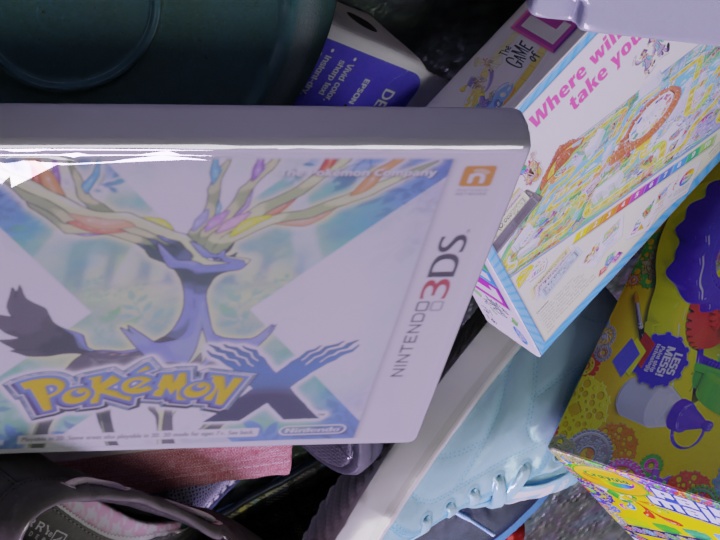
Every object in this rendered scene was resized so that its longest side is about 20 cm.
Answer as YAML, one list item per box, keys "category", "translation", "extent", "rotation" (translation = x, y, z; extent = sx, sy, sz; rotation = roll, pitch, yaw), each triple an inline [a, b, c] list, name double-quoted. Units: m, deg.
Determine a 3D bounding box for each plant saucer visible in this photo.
- category: "plant saucer"
  translation: [-0.102, -0.095, 0.915]
  extent: [0.200, 0.027, 0.200]
  rotation: [-7, 124, -10]

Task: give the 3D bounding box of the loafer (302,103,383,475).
- category: "loafer"
  translation: [0.000, 0.000, 1.047]
  extent: [0.063, 0.072, 0.200]
  rotation: [-39, 151, -28]

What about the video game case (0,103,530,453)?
- category: "video game case"
  translation: [-0.056, 0.007, 0.948]
  extent: [0.200, 0.022, 0.182]
  rotation: [0, 142, -15]

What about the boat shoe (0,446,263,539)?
- category: "boat shoe"
  translation: [-0.088, 0.121, 1.059]
  extent: [0.200, 0.057, 0.067]
  rotation: [31, 87, -45]

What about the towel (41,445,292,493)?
- category: "towel"
  translation: [-0.092, 0.029, 1.013]
  extent: [0.144, 0.023, 0.200]
  rotation: [-7, 146, -11]

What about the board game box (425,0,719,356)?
- category: "board game box"
  translation: [0.109, -0.077, 1.086]
  extent: [0.200, 0.034, 0.134]
  rotation: [-46, 143, -12]

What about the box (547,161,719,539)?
- category: "box"
  translation: [0.209, 0.047, 1.192]
  extent: [0.200, 0.122, 0.193]
  rotation: [-63, 144, -15]

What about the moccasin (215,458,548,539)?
- category: "moccasin"
  translation: [0.006, 0.109, 1.211]
  extent: [0.200, 0.080, 0.068]
  rotation: [-32, 137, -5]

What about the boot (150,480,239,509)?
- category: "boot"
  translation: [-0.095, 0.126, 1.145]
  extent: [0.200, 0.090, 0.073]
  rotation: [-40, 141, 7]

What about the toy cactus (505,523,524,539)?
- category: "toy cactus"
  translation: [-0.010, 0.187, 1.290]
  extent: [0.165, 0.102, 0.200]
  rotation: [7, 131, -16]

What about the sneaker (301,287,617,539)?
- category: "sneaker"
  translation: [0.055, 0.079, 1.152]
  extent: [0.200, 0.082, 0.074]
  rotation: [-49, -177, -19]

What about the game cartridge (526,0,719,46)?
- category: "game cartridge"
  translation: [0.142, -0.167, 0.910]
  extent: [0.133, 0.041, 0.200]
  rotation: [8, 126, -10]

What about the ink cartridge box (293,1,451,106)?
- category: "ink cartridge box"
  translation: [-0.074, -0.028, 1.039]
  extent: [0.200, 0.043, 0.198]
  rotation: [19, 116, -43]
